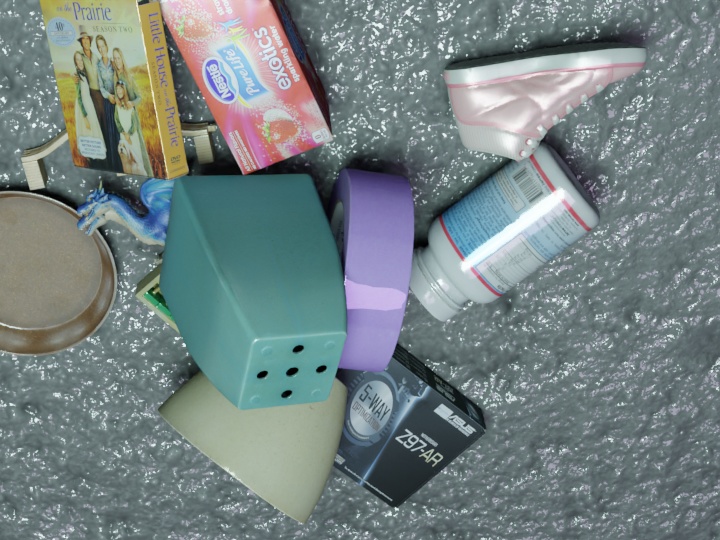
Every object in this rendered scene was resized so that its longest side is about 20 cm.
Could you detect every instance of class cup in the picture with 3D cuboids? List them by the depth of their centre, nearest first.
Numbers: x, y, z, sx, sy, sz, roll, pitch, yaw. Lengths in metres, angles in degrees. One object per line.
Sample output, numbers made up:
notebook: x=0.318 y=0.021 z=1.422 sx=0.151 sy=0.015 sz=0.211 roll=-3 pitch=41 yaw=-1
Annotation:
cup: x=-0.096 y=0.153 z=1.216 sx=0.200 sy=0.200 sz=0.143 roll=40 pitch=83 yaw=-24

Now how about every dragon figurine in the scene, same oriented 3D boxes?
dragon figurine: x=-0.191 y=-0.073 z=1.155 sx=0.199 sy=0.059 sz=0.100 roll=-29 pitch=93 yaw=-7

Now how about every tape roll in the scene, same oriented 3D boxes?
tape roll: x=0.000 y=0.000 z=1.145 sx=0.065 sy=0.200 sz=0.201 roll=8 pitch=119 yaw=-9

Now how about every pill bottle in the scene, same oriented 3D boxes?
pill bottle: x=0.143 y=-0.036 z=1.190 sx=0.200 sy=0.109 sz=0.109 roll=-37 pitch=116 yaw=16

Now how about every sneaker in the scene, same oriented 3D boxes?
sneaker: x=0.187 y=-0.167 z=1.129 sx=0.199 sy=0.075 sz=0.105 roll=-8 pitch=105 yaw=8

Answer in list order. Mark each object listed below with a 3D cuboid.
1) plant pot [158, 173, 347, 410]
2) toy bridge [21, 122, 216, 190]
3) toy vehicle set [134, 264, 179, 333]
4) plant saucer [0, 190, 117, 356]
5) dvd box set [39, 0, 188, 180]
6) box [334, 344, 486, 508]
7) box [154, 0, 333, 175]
plant pot: x=-0.094 y=0.026 z=1.065 sx=0.141 sy=0.200 sz=0.142 roll=-3 pitch=131 yaw=-23
toy bridge: x=-0.245 y=-0.131 z=1.147 sx=0.199 sy=0.027 sz=0.067 roll=-9 pitch=119 yaw=1
toy vehicle set: x=-0.135 y=0.046 z=1.259 sx=0.124 sy=0.027 sz=0.200 roll=-39 pitch=116 yaw=16
plant saucer: x=-0.360 y=0.000 z=1.208 sx=0.199 sy=0.035 sz=0.201 roll=-3 pitch=119 yaw=-5
dvd box set: x=-0.232 y=-0.189 z=1.047 sx=0.146 sy=0.029 sz=0.201 roll=12 pitch=118 yaw=38
box: x=0.025 y=0.174 z=1.337 sx=0.200 sy=0.044 sz=0.160 roll=39 pitch=110 yaw=-23
box: x=-0.108 y=-0.207 z=1.076 sx=0.099 sy=0.096 sz=0.201 roll=-20 pitch=120 yaw=8
